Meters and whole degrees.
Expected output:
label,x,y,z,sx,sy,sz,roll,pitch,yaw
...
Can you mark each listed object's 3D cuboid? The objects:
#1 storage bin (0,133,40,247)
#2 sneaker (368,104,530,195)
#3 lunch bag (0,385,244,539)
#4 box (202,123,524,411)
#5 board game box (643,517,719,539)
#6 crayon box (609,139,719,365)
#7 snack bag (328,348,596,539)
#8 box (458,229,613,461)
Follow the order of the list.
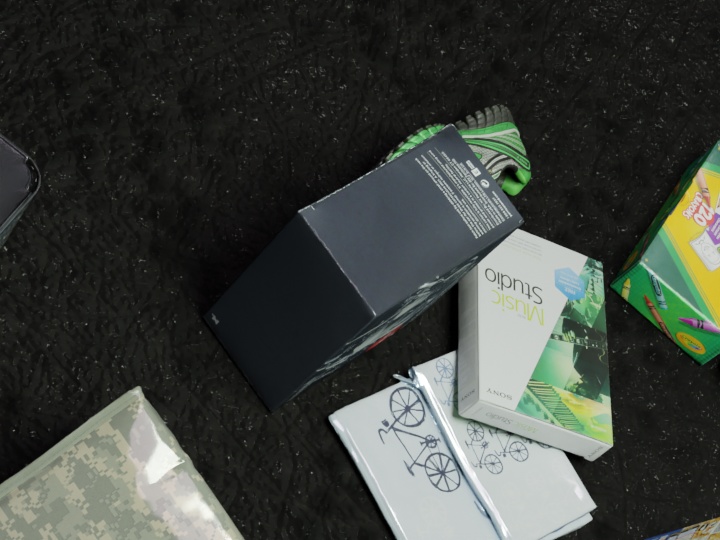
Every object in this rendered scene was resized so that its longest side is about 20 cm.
label,x,y,z,sx,sy,sz,roll,pitch,yaw
storage bin,-0.355,-0.033,1.442,0.135,0.094,0.200,38,53,-4
sneaker,0.081,-0.087,1.717,0.200,0.078,0.085,-21,76,-36
lunch bag,-0.196,0.210,1.374,0.200,0.118,0.164,-35,85,-10
box,0.000,0.000,1.548,0.182,0.200,0.104,-31,81,-36
board game box,0.240,0.286,1.548,0.046,0.151,0.200,50,53,-8
crayon box,0.338,-0.019,1.830,0.119,0.058,0.200,40,52,-3
snack bag,0.086,0.163,1.616,0.200,0.021,0.189,-20,75,-35
box,0.154,0.058,1.686,0.144,0.036,0.200,20,52,-25
